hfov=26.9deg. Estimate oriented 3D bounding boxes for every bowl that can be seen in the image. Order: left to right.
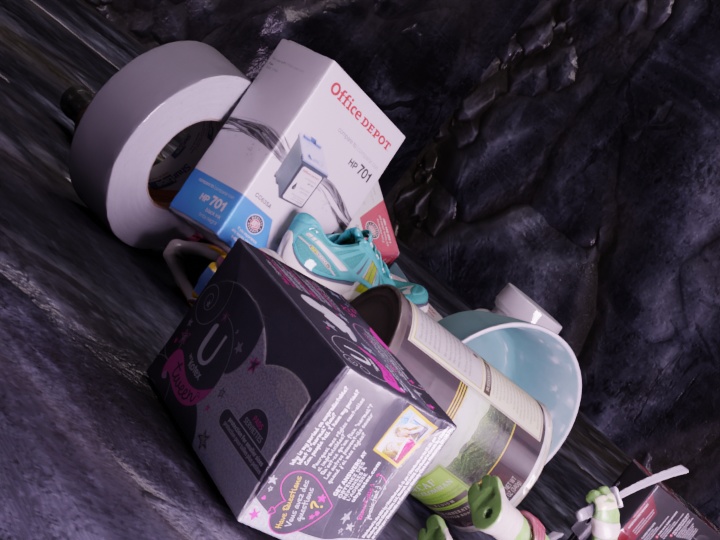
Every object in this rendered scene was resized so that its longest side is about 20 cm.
[{"bbox_3d":[0.119,0.123,1.565,0.200,0.201,0.105,36,6,-33],"label":"bowl"}]

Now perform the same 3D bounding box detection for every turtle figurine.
[{"bbox_3d":[0.148,0.227,1.266,0.193,0.202,0.143,32,-26,-29],"label":"turtle figurine"}]

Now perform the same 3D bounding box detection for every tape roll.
[{"bbox_3d":[-0.184,-0.121,1.470,0.066,0.201,0.200,41,6,29],"label":"tape roll"}]

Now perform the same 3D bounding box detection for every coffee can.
[{"bbox_3d":[0.060,0.129,1.396,0.199,0.147,0.146,37,6,-22],"label":"coffee can"}]

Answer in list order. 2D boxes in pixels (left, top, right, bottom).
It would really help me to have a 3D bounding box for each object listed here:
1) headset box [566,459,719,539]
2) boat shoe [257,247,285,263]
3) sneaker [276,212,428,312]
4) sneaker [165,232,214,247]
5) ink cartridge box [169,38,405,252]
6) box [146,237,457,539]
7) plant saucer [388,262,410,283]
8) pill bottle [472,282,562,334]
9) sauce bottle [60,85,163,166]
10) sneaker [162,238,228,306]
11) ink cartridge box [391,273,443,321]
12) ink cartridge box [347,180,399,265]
[{"bbox_3d":[0.312,0.314,1.613,0.199,0.149,0.077,37,5,-17],"label":"headset box"},{"bbox_3d":[-0.099,0.041,1.280,0.069,0.071,0.201,22,30,-24],"label":"boat shoe"},{"bbox_3d":[0.000,0.000,1.463,0.077,0.081,0.199,11,-7,45],"label":"sneaker"},{"bbox_3d":[-0.172,-0.033,1.587,0.095,0.080,0.200,20,16,-39],"label":"sneaker"},{"bbox_3d":[-0.068,-0.097,1.463,0.086,0.201,0.146,29,-7,42],"label":"ink cartridge box"},{"bbox_3d":[-0.049,0.090,1.061,0.114,0.133,0.200,31,9,-35],"label":"box"},{"bbox_3d":[0.051,0.083,1.801,0.070,0.019,0.201,56,-21,39],"label":"plant saucer"},{"bbox_3d":[0.142,0.118,1.757,0.112,0.201,0.112,39,5,-4],"label":"pill bottle"},{"bbox_3d":[-0.289,-0.151,1.730,0.065,0.065,0.200,34,7,-46],"label":"sauce bottle"},{"bbox_3d":[-0.111,0.038,1.396,0.199,0.075,0.090,33,-1,38],"label":"sneaker"},{"bbox_3d":[0.016,0.043,1.616,0.199,0.068,0.117,25,14,-38],"label":"ink cartridge box"},{"bbox_3d":[-0.070,-0.065,1.753,0.198,0.083,0.147,1,63,-37],"label":"ink cartridge box"}]
